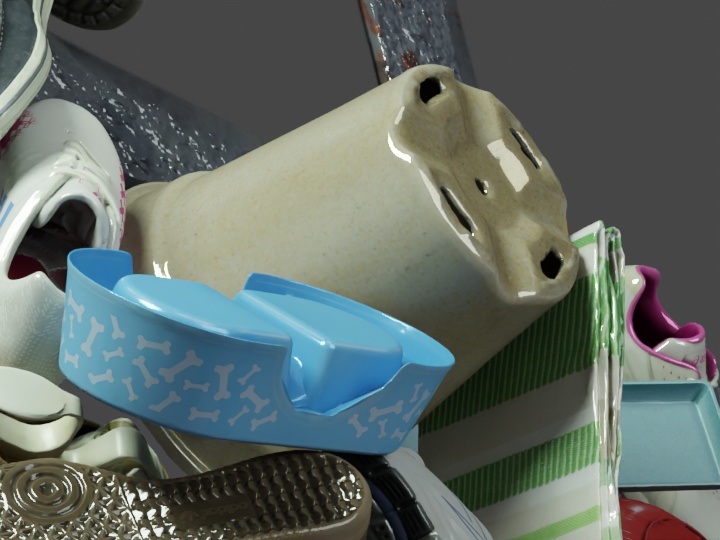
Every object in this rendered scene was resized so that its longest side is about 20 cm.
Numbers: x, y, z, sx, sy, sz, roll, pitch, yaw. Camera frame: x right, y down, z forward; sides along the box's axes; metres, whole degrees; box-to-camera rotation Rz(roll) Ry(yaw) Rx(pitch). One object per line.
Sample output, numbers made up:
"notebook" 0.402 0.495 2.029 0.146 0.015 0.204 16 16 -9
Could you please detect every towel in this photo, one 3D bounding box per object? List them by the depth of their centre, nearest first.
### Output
"towel" 0.080 0.090 1.468 0.023 0.152 0.201 16 63 -35

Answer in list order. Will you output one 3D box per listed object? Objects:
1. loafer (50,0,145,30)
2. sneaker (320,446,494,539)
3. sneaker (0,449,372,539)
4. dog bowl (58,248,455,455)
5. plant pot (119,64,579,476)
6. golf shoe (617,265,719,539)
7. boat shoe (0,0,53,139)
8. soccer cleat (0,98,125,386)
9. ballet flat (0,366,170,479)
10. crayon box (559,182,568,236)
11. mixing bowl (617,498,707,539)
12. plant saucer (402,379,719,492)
"loafer" -0.172 -0.216 1.524 0.200 0.073 0.071 54 30 -5
"sneaker" 0.052 0.158 1.345 0.200 0.074 0.087 60 24 5
"sneaker" -0.094 0.128 1.263 0.199 0.076 0.071 -3 44 -13
"dog bowl" -0.048 0.038 1.288 0.200 0.050 0.111 8 15 -46
"plant pot" 0.000 0.000 1.456 0.200 0.183 0.201 38 34 -31
"golf shoe" 0.181 0.087 1.739 0.200 0.091 0.075 56 27 -4
"boat shoe" -0.186 -0.115 1.409 0.062 0.075 0.200 36 30 -23
"soccer cleat" -0.135 -0.024 1.364 0.070 0.086 0.200 25 39 -17
"ballet flat" -0.131 0.085 1.296 0.200 0.063 0.069 27 38 -42
"crayon box" 0.066 0.006 1.678 0.119 0.058 0.200 35 36 -34
"mixing bowl" 0.139 0.197 1.547 0.200 0.108 0.201 37 35 -32
"plant saucer" 0.107 0.092 1.585 0.199 0.019 0.070 0 54 -21
